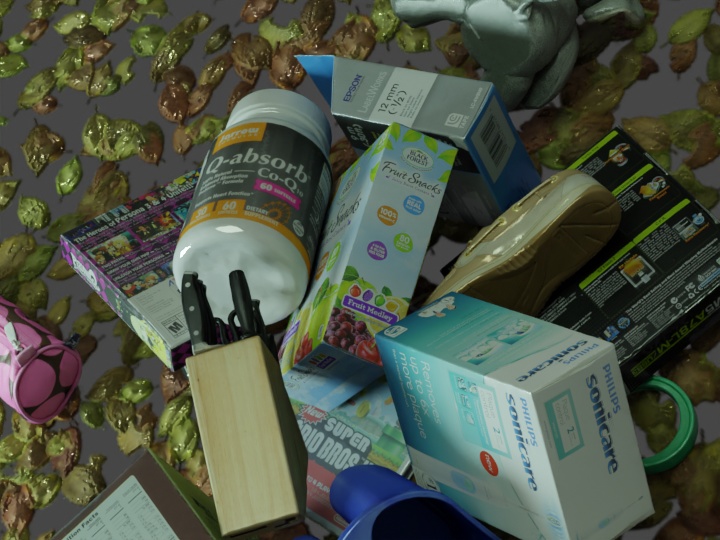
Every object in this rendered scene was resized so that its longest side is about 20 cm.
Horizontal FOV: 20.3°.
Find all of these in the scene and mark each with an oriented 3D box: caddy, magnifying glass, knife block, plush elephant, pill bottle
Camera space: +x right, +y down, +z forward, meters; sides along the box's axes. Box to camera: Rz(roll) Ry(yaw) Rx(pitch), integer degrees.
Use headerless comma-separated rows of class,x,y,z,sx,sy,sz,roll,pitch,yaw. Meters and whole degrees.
caddy,0.036,0.238,1.523,0.142,0.200,0.105,-53,38,-6
magnifying glass,0.178,0.112,1.623,0.199,0.022,0.080,13,70,30
knife block,-0.097,0.094,1.566,0.064,0.177,0.200,-18,16,5
plush elephant,0.152,-0.236,1.756,0.200,0.155,0.165,-34,91,46
pill bottle,-0.086,-0.058,1.717,0.116,0.117,0.201,-11,40,21

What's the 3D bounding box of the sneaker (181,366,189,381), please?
sneaker,-0.145,0.031,1.798,0.083,0.081,0.201,-27,57,-5

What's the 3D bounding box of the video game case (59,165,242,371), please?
video game case,-0.135,-0.014,1.781,0.199,0.036,0.181,-28,51,-27

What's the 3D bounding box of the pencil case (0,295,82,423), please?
pencil case,-0.344,0.057,1.871,0.199,0.094,0.091,30,80,36

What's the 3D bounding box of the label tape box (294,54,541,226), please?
label tape box,0.040,-0.111,1.733,0.199,0.143,0.066,12,64,31

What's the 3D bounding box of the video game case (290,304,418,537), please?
video game case,0.002,0.121,1.707,0.143,0.017,0.201,27,78,36

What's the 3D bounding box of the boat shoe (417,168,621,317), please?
boat shoe,0.119,-0.005,1.621,0.200,0.074,0.069,-38,34,4

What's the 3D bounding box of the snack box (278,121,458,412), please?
snack box,0.000,0.000,1.664,0.067,0.169,0.201,23,68,-11

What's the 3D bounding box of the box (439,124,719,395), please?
box,0.194,0.004,1.644,0.200,0.048,0.193,-40,47,-2

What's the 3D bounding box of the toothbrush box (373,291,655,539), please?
toothbrush box,0.114,0.114,1.508,0.085,0.147,0.200,-28,26,-27

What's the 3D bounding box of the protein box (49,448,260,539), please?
protein box,-0.122,0.283,1.568,0.135,0.199,0.200,-42,53,-1
